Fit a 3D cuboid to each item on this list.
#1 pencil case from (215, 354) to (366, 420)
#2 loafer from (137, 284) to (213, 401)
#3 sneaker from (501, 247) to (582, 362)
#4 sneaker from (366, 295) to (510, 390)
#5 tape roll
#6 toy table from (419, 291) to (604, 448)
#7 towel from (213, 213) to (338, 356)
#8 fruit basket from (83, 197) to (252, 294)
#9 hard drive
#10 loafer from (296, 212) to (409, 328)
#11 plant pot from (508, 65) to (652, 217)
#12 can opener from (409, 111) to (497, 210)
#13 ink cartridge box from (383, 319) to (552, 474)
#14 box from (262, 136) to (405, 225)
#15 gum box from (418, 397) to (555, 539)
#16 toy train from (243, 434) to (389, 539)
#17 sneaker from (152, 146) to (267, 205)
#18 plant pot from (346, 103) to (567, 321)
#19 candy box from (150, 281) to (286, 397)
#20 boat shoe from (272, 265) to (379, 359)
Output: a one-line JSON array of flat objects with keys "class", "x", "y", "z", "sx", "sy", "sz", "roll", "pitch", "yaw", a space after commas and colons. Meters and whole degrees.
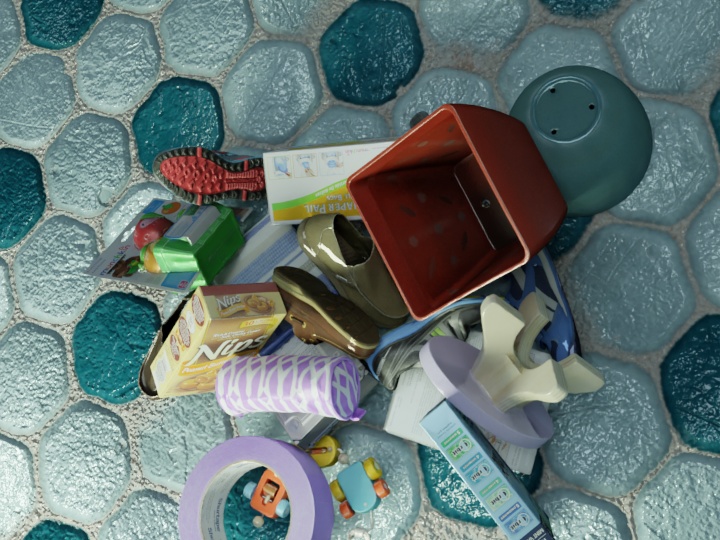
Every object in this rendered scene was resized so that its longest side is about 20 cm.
[{"class": "pencil case", "x": -0.095, "y": 0.153, "z": 1.295, "sx": 0.198, "sy": 0.084, "sz": 0.086, "roll": -4, "pitch": 111, "yaw": 34}, {"class": "loafer", "x": -0.271, "y": 0.103, "z": 1.447, "sx": 0.073, "sy": 0.071, "sz": 0.201, "roll": 38, "pitch": 108, "yaw": 23}, {"class": "sneaker", "x": 0.232, "y": 0.059, "z": 1.302, "sx": 0.081, "sy": 0.074, "sz": 0.202, "roll": -20, "pitch": 62, "yaw": 8}, {"class": "sneaker", "x": 0.105, "y": 0.090, "z": 1.292, "sx": 0.198, "sy": 0.071, "sz": 0.083, "roll": -28, "pitch": 84, "yaw": 6}, {"class": "tape roll", "x": -0.137, "y": 0.320, "z": 1.315, "sx": 0.198, "sy": 0.066, "sz": 0.202, "roll": -6, "pitch": 73, "yaw": 21}, {"class": "toy table", "x": 0.183, "y": 0.116, "z": 1.193, "sx": 0.117, "sy": 0.199, "sz": 0.185, "roll": -47, "pitch": 33, "yaw": 25}, {"class": "towel", "x": -0.128, "y": 0.016, "z": 1.434, "sx": 0.147, "sy": 0.024, "sz": 0.200, "roll": -41, "pitch": 52, "yaw": 4}, {"class": "fruit basket", "x": -0.280, "y": -0.047, "z": 1.461, "sx": 0.198, "sy": 0.094, "sz": 0.186, "roll": 13, "pitch": 47, "yaw": 27}, {"class": "hard drive", "x": -0.079, "y": 0.129, "z": 1.378, "sx": 0.140, "sy": 0.038, "sz": 0.200, "roll": -44, "pitch": 50, "yaw": 5}, {"class": "loafer", "x": 0.000, "y": 0.000, "z": 1.346, "sx": 0.067, "sy": 0.200, "sz": 0.076, "roll": -28, "pitch": 26, "yaw": 47}, {"class": "plant pot", "x": 0.276, "y": -0.185, "z": 1.314, "sx": 0.198, "sy": 0.135, "sz": 0.202, "roll": -4, "pitch": 76, "yaw": 18}, {"class": "can opener", "x": 0.146, "y": -0.150, "z": 1.393, "sx": 0.067, "sy": 0.053, "sz": 0.200, "roll": -47, "pitch": 64, "yaw": 13}, {"class": "ink cartridge box", "x": 0.146, "y": 0.163, "z": 1.330, "sx": 0.198, "sy": 0.057, "sz": 0.164, "roll": 17, "pitch": 82, "yaw": 3}, {"class": "box", "x": -0.021, "y": -0.126, "z": 1.398, "sx": 0.198, "sy": 0.112, "sz": 0.103, "roll": -3, "pitch": 100, "yaw": 17}, {"class": "gum box", "x": 0.151, "y": 0.243, "z": 1.207, "sx": 0.044, "sy": 0.170, "sz": 0.200, "roll": -39, "pitch": 83, "yaw": 3}, {"class": "toy train", "x": -0.052, "y": 0.297, "z": 1.352, "sx": 0.198, "sy": 0.056, "sz": 0.152, "roll": 18, "pitch": 84, "yaw": 25}, {"class": "sneaker", "x": -0.220, "y": -0.136, "z": 1.450, "sx": 0.095, "sy": 0.199, "sz": 0.080, "roll": 16, "pitch": 98, "yaw": 47}, {"class": "plant pot", "x": 0.138, "y": -0.086, "z": 1.246, "sx": 0.199, "sy": 0.176, "sz": 0.201, "roll": -32, "pitch": 84, "yaw": 43}, {"class": "candy box", "x": -0.193, "y": 0.094, "z": 1.350, "sx": 0.200, "sy": 0.115, "sz": 0.056, "roll": -51, "pitch": 53, "yaw": 43}, {"class": "boat shoe", "x": -0.051, "y": 0.065, "z": 1.316, "sx": 0.200, "sy": 0.072, "sz": 0.068, "roll": 35, "pitch": 114, "yaw": 39}]
